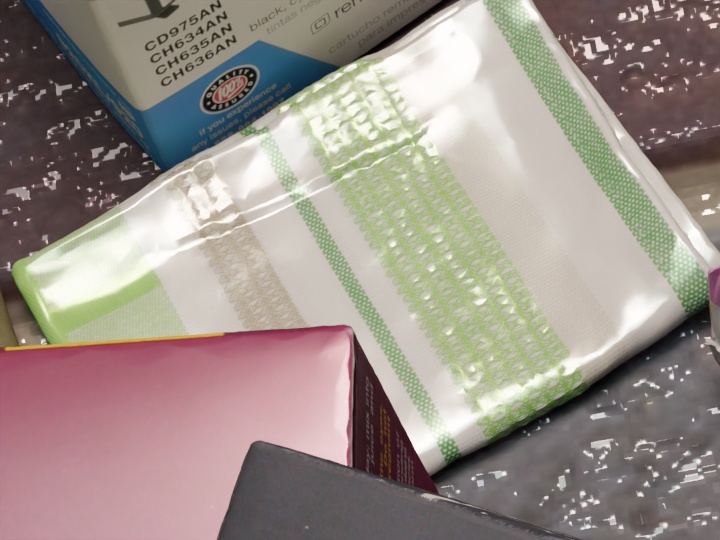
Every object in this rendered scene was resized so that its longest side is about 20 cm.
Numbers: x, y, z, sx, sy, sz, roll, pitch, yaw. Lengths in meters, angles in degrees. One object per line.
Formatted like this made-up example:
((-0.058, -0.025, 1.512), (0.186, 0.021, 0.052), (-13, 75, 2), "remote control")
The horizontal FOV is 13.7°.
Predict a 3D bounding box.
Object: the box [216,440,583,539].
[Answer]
((0.085, 0.125, 0.645), (0.199, 0.182, 0.105), (15, 86, 39), "box")

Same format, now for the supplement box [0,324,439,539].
((-0.045, 0.101, 0.809), (0.130, 0.200, 0.104), (-3, 66, 10), "supplement box")

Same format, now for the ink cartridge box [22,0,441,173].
((-0.063, -0.165, 0.980), (0.147, 0.200, 0.145), (-34, 57, -8), "ink cartridge box")

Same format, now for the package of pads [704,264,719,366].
((0.211, 0.018, 0.878), (0.199, 0.076, 0.121), (-23, 58, -2), "package of pads")

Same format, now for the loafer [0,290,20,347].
((-0.145, 0.017, 0.962), (0.070, 0.075, 0.200), (-46, 60, -11), "loafer")

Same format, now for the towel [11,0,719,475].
((0.000, 0.000, 0.966), (0.199, 0.031, 0.149), (-30, 56, -6), "towel")
